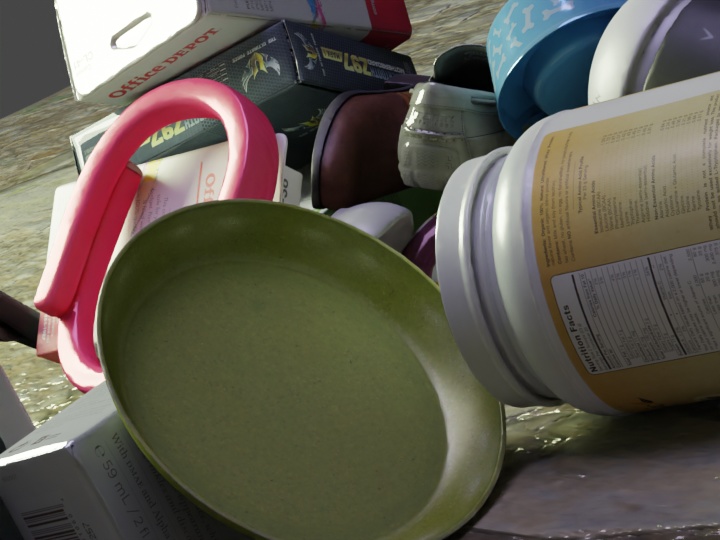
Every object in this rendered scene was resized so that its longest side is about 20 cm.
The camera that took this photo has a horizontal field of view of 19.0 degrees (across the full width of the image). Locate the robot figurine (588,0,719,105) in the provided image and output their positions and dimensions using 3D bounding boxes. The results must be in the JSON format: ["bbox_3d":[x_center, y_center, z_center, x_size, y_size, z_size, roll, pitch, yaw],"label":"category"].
[{"bbox_3d":[0.211,-0.079,1.111,0.200,0.150,0.125,25,81,37],"label":"robot figurine"}]

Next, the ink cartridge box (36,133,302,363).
[{"bbox_3d":[-0.104,-0.006,1.320,0.200,0.117,0.067,-11,-24,40],"label":"ink cartridge box"}]

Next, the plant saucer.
[{"bbox_3d":[-0.029,0.053,0.979,0.200,0.200,0.031,-36,-15,-45],"label":"plant saucer"}]

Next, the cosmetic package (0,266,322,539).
[{"bbox_3d":[-0.072,0.083,1.026,0.074,0.102,0.200,-17,15,44],"label":"cosmetic package"}]

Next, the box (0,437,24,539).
[{"bbox_3d":[-0.276,0.160,1.015,0.199,0.124,0.197,-19,12,13],"label":"box"}]

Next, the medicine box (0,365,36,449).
[{"bbox_3d":[-0.310,0.103,1.258,0.182,0.103,0.200,-30,10,-23],"label":"medicine box"}]

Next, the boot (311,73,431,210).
[{"bbox_3d":[0.084,-0.068,1.376,0.199,0.069,0.188,13,19,24],"label":"boot"}]

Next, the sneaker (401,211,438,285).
[{"bbox_3d":[0.112,-0.022,1.204,0.200,0.075,0.090,-26,9,-13],"label":"sneaker"}]

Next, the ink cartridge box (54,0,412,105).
[{"bbox_3d":[-0.087,-0.174,1.492,0.200,0.086,0.147,3,-23,-46],"label":"ink cartridge box"}]

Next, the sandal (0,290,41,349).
[{"bbox_3d":[-0.247,0.028,1.372,0.043,0.200,0.076,-61,22,-7],"label":"sandal"}]

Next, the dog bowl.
[{"bbox_3d":[0.146,-0.110,1.248,0.111,0.200,0.050,-36,54,19],"label":"dog bowl"}]

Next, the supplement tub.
[{"bbox_3d":[0.149,-0.013,0.972,0.200,0.145,0.144,-13,17,32],"label":"supplement tub"}]

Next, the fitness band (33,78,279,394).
[{"bbox_3d":[-0.118,-0.017,1.258,0.143,0.037,0.201,3,69,41],"label":"fitness band"}]

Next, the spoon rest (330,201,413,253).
[{"bbox_3d":[0.000,0.000,1.261,0.099,0.061,0.200,-50,-2,7],"label":"spoon rest"}]

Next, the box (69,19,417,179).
[{"bbox_3d":[-0.078,-0.101,1.501,0.200,0.051,0.158,-25,-18,29],"label":"box"}]

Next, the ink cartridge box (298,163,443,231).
[{"bbox_3d":[-0.037,-0.018,1.441,0.104,0.059,0.200,-11,18,37],"label":"ink cartridge box"}]

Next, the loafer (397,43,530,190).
[{"bbox_3d":[0.073,-0.102,1.286,0.070,0.070,0.200,7,19,15],"label":"loafer"}]
